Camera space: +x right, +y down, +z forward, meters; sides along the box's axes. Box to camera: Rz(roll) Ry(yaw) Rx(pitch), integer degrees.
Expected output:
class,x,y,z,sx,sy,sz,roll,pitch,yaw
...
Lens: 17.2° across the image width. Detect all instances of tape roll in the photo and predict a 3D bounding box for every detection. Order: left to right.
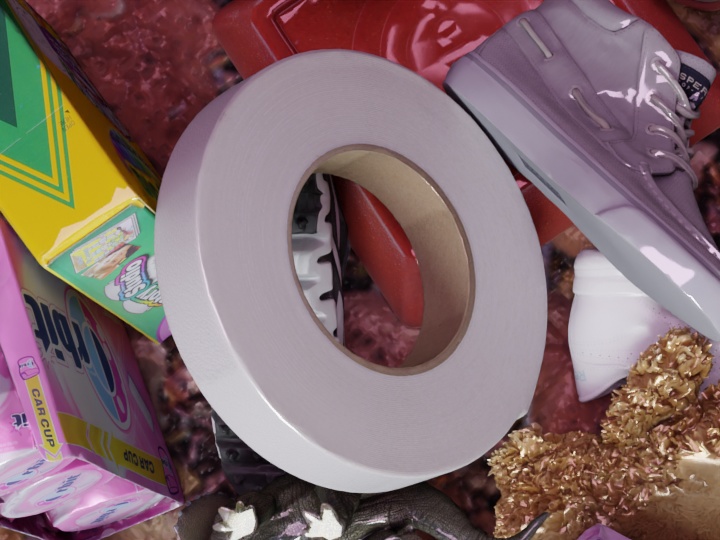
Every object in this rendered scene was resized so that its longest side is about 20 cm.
class,x,y,z,sx,sy,sz,roll,pitch,yaw
tape roll,0.000,0.000,1.075,0.037,0.202,0.204,-25,71,48

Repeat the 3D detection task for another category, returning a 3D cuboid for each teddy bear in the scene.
class,x,y,z,sx,sy,sz,roll,pitch,yaw
teddy bear,0.160,0.094,1.098,0.200,0.067,0.145,-37,105,26

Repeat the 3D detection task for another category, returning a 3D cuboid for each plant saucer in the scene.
class,x,y,z,sx,sy,sz,roll,pitch,yaw
plant saucer,0.052,-0.107,1.188,0.200,0.037,0.200,-34,76,2

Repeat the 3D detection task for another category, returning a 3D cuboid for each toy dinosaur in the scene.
class,x,y,z,sx,sy,sz,roll,pitch,yaw
toy dinosaur,-0.015,0.116,1.105,0.199,0.102,0.077,-21,102,9

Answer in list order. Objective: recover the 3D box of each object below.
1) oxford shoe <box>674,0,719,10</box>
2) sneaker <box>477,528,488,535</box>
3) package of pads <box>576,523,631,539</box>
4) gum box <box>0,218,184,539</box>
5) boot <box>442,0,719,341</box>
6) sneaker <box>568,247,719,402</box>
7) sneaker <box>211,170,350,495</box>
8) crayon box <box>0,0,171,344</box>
class,x,y,z,sx,sy,sz,roll,pitch,yaw
oxford shoe,0.122,-0.211,1.173,0.200,0.075,0.070,45,131,2
sneaker,0.043,0.231,1.106,0.114,0.076,0.200,-23,73,7
package of pads,0.162,0.205,1.043,0.199,0.121,0.076,28,126,-1
gum box,-0.152,0.056,1.108,0.066,0.200,0.114,-22,75,5
boot,0.129,-0.061,1.092,0.096,0.074,0.200,-41,57,-3
sneaker,0.197,0.041,1.124,0.199,0.075,0.089,6,93,17
sneaker,-0.034,0.015,1.164,0.066,0.091,0.201,1,105,10
crayon box,-0.147,-0.063,1.130,0.058,0.200,0.173,-38,75,1
